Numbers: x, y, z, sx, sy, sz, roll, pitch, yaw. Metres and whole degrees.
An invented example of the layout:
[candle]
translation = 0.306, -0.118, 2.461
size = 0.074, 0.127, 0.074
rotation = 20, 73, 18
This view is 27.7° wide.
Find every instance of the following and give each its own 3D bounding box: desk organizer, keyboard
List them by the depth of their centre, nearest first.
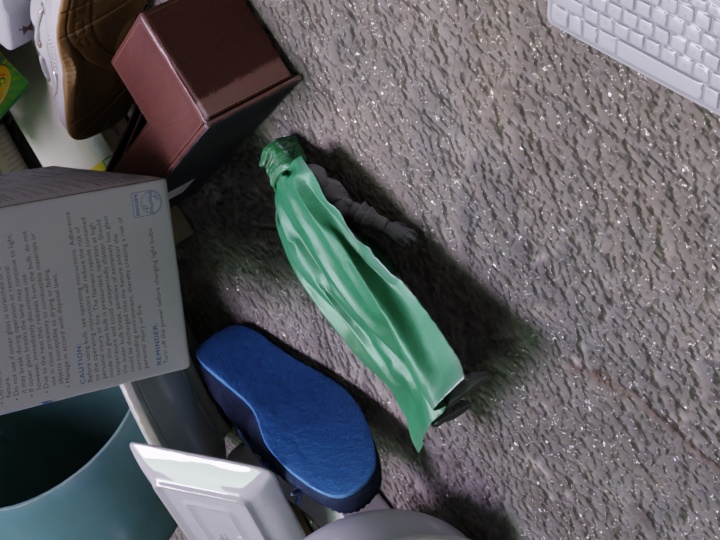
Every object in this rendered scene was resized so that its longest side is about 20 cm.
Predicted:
[keyboard]
translation = 0.153, -0.084, 0.598
size = 0.200, 0.011, 0.057
rotation = 36, 144, 32
[desk organizer]
translation = -0.120, -0.100, 0.924
size = 0.077, 0.071, 0.200
rotation = 57, 150, 2

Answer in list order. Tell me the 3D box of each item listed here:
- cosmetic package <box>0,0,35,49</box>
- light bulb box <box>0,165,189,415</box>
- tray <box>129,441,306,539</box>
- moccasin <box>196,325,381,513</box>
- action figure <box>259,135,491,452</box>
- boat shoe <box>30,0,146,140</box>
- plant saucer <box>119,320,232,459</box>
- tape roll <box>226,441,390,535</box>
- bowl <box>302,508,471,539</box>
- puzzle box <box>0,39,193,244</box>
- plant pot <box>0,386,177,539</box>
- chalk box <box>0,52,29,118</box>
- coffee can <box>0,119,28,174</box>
[cosmetic package]
translation = -0.276, -0.252, 1.004
size = 0.200, 0.074, 0.102
rotation = 39, 147, 24
[light bulb box]
translation = -0.243, 0.011, 0.917
size = 0.198, 0.199, 0.126
rotation = 10, 109, 58
[tray]
translation = -0.090, 0.186, 1.039
size = 0.106, 0.022, 0.201
rotation = 7, 148, 18
[moccasin]
translation = -0.043, 0.107, 1.022
size = 0.200, 0.080, 0.069
rotation = 45, 157, 47
[action figure]
translation = 0.000, 0.000, 0.861
size = 0.201, 0.054, 0.118
rotation = 55, 152, 16
[boat shoe]
translation = -0.185, -0.171, 0.948
size = 0.069, 0.071, 0.201
rotation = 51, 147, 21
[plant saucer]
translation = -0.141, 0.084, 1.109
size = 0.200, 0.050, 0.201
rotation = 90, 154, -86
[tape roll]
translation = -0.028, 0.210, 1.122
size = 0.202, 0.037, 0.204
rotation = 36, 144, 31
[bowl]
translation = 0.004, 0.229, 0.973
size = 0.090, 0.200, 0.202
rotation = -125, 20, -52
[puzzle box]
translation = -0.209, -0.094, 1.103
size = 0.201, 0.025, 0.133
rotation = 60, 150, -6
[plant pot]
translation = -0.238, 0.167, 1.242
size = 0.200, 0.201, 0.161
rotation = 23, 152, 43
[chalk box]
translation = -0.333, -0.144, 1.046
size = 0.125, 0.124, 0.200
rotation = 36, 171, 38
[coffee can]
translation = -0.365, -0.105, 1.201
size = 0.146, 0.146, 0.201
rotation = -5, 115, 57
